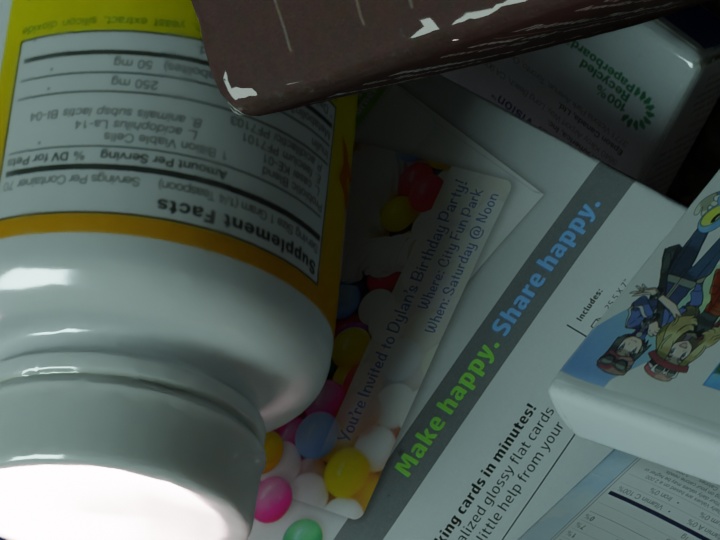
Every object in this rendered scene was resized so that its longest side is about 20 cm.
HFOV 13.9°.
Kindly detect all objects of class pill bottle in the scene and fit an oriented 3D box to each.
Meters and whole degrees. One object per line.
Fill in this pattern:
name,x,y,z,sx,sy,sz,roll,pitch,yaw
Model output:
pill bottle,-0.056,-0.027,0.795,0.109,0.109,0.200,-28,49,50

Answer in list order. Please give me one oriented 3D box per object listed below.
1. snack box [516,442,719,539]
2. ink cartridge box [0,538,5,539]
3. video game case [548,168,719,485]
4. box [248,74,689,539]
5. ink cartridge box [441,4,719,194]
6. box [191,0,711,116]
snack box,0.100,0.119,0.762,0.068,0.200,0.169,22,143,43
ink cartridge box,-0.148,0.092,1.082,0.200,0.197,0.047,-19,68,52
video game case,0.170,-0.007,0.700,0.200,0.182,0.022,18,150,45
box,0.003,0.023,0.829,0.200,0.041,0.156,32,84,38
ink cartridge box,-0.003,-0.044,0.935,0.196,0.043,0.200,39,121,19
box,0.064,-0.149,0.737,0.200,0.164,0.166,-16,90,38
